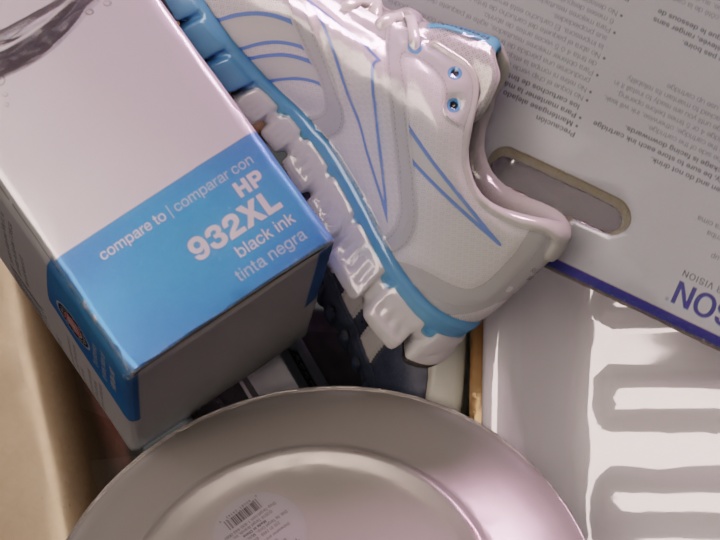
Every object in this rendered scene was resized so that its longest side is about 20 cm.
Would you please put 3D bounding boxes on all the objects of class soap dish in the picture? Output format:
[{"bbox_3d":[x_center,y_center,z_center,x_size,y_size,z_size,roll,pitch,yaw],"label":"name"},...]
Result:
[{"bbox_3d":[0.121,0.046,0.870,0.157,0.081,0.200,-1,79,14],"label":"soap dish"}]

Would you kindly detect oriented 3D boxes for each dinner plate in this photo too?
[{"bbox_3d":[-0.017,0.123,0.801,0.200,0.024,0.200,-4,56,6],"label":"dinner plate"}]

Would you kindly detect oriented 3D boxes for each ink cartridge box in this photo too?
[{"bbox_3d":[-0.102,-0.051,0.818,0.084,0.145,0.200,-34,81,-11],"label":"ink cartridge box"},{"bbox_3d":[0.099,-0.095,0.818,0.199,0.041,0.200,27,110,14],"label":"ink cartridge box"}]

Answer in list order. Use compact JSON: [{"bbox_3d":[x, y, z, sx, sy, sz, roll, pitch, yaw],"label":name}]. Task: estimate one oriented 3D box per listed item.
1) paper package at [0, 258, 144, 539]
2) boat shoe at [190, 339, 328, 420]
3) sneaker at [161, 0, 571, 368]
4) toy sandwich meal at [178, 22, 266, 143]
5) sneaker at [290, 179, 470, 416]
[{"bbox_3d":[-0.182,0.097,0.928,0.190,0.103,0.200,-16,77,11],"label":"paper package"},{"bbox_3d":[-0.036,0.078,0.912,0.066,0.070,0.200,-34,73,10],"label":"boat shoe"},{"bbox_3d":[0.002,-0.071,0.810,0.087,0.075,0.200,-33,97,19],"label":"sneaker"},{"bbox_3d":[-0.069,-0.143,0.963,0.205,0.070,0.206,-3,76,13],"label":"toy sandwich meal"},{"bbox_3d":[0.000,0.000,0.902,0.084,0.075,0.200,-1,89,6],"label":"sneaker"}]
